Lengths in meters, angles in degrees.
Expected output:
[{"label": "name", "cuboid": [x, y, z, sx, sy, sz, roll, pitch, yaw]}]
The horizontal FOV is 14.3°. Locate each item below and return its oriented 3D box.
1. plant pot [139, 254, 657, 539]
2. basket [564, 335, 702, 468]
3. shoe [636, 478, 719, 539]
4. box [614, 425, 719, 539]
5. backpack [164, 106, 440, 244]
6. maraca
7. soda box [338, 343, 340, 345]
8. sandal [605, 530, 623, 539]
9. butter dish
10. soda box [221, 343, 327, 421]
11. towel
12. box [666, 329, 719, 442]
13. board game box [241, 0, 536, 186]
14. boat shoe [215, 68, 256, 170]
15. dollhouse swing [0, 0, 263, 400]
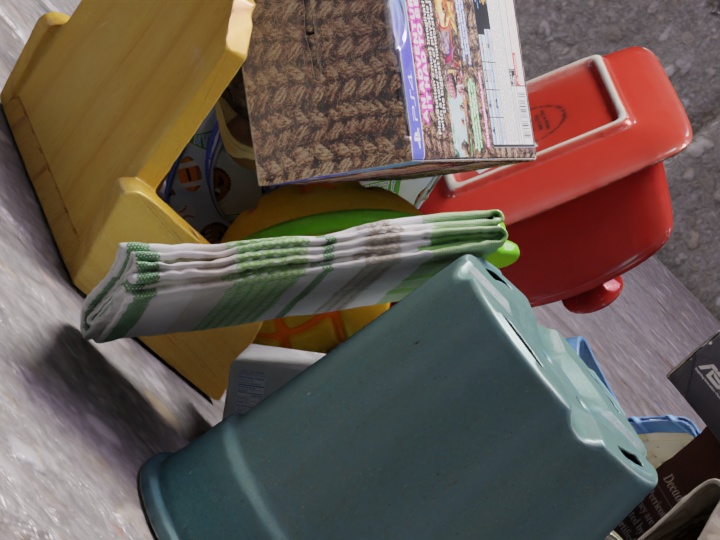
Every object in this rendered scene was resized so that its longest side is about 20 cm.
[{"label": "plant pot", "cuboid": [0.028, 0.109, 1.422, 0.200, 0.196, 0.200, 47, 10, -11]}, {"label": "basket", "cuboid": [0.171, 0.162, 1.934, 0.200, 0.138, 0.177, 51, 33, -48]}, {"label": "shoe", "cuboid": [0.140, 0.190, 1.606, 0.070, 0.200, 0.053, 45, -9, 46]}, {"label": "box", "cuboid": [0.205, 0.239, 1.709, 0.166, 0.200, 0.164, 42, 11, -38]}, {"label": "backpack", "cuboid": [-0.034, -0.075, 1.849, 0.199, 0.191, 0.154, 29, 22, -9]}, {"label": "maraca", "cuboid": [0.000, 0.000, 1.747, 0.199, 0.137, 0.108, 0, 65, -27]}, {"label": "soda box", "cuboid": [0.028, 0.142, 1.683, 0.200, 0.064, 0.068, 56, 11, 30]}, {"label": "sandal", "cuboid": [0.049, 0.146, 1.591, 0.199, 0.058, 0.080, 5, 8, -6]}, {"label": "butter dish", "cuboid": [0.136, -0.039, 1.942, 0.200, 0.198, 0.149, -102, 171, -65]}, {"label": "soda box", "cuboid": [0.027, 0.086, 1.556, 0.199, 0.064, 0.068, 7, 7, 7]}, {"label": "towel", "cuboid": [-0.037, 0.000, 1.467, 0.149, 0.199, 0.031, 143, -62, -73]}, {"label": "box", "cuboid": [0.266, 0.122, 1.688, 0.200, 0.049, 0.161, 51, 12, 9]}, {"label": "board game box", "cuboid": [0.014, -0.135, 1.662, 0.200, 0.096, 0.161, -4, 86, -66]}, {"label": "boat shoe", "cuboid": [-0.072, -0.150, 1.725, 0.065, 0.073, 0.201, 92, -20, -50]}, {"label": "dollhouse swing", "cuboid": [-0.094, -0.079, 1.645, 0.182, 0.176, 0.200, 42, 11, -37]}]
